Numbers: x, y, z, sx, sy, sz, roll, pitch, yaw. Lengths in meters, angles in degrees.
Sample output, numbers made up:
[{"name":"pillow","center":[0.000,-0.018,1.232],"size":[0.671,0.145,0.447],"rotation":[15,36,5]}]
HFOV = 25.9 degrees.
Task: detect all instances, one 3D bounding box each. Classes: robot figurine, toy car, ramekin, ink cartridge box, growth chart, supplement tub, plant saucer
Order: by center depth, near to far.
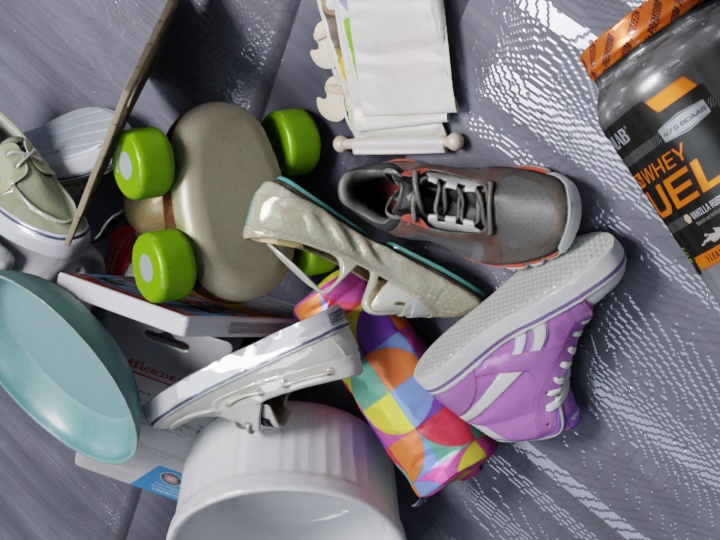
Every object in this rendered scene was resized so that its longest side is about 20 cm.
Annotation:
[{"name":"supplement tub","center":[0.230,-0.078,0.975],"size":[0.122,0.122,0.201],"rotation":[-38,84,44]},{"name":"growth chart","center":[0.018,-0.178,1.180],"size":[0.144,0.018,0.202],"rotation":[13,118,36]},{"name":"plant saucer","center":[-0.246,0.071,1.276],"size":[0.199,0.036,0.201],"rotation":[29,144,24]},{"name":"toy car","center":[-0.141,-0.043,1.286],"size":[0.200,0.163,0.159],"rotation":[-15,86,57]},{"name":"ramekin","center":[-0.060,0.197,1.312],"size":[0.199,0.098,0.201],"rotation":[0,139,0]},{"name":"ink cartridge box","center":[-0.171,0.098,1.352],"size":[0.115,0.068,0.201],"rotation":[19,129,0]},{"name":"robot figurine","center":[-0.308,-0.001,1.395],"size":[0.199,0.113,0.170],"rotation":[33,170,20]}]

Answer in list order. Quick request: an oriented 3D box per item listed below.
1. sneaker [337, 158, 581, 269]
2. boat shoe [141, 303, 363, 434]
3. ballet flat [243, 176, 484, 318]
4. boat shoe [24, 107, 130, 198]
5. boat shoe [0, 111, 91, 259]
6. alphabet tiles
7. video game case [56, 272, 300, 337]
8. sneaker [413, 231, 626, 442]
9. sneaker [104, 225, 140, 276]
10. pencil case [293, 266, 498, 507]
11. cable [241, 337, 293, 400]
[{"name":"sneaker","center":[0.065,-0.044,1.147],"size":[0.199,0.082,0.078],"rotation":[6,91,39]},{"name":"boat shoe","center":[-0.084,0.096,1.232],"size":[0.199,0.071,0.070],"rotation":[-26,88,23]},{"name":"ballet flat","center":[0.000,0.000,1.203],"size":[0.199,0.063,0.067],"rotation":[29,170,-5]},{"name":"boat shoe","center":[-0.270,-0.099,1.433],"size":[0.199,0.072,0.062],"rotation":[-7,136,42]},{"name":"boat shoe","center":[-0.304,-0.085,1.349],"size":[0.200,0.072,0.062],"rotation":[39,126,24]},{"name":"alphabet tiles","center":[-0.186,-0.138,1.263],"size":[0.008,0.201,0.168],"rotation":[23,131,-7]},{"name":"video game case","center":[-0.130,0.029,1.287],"size":[0.142,0.199,0.018],"rotation":[17,97,34]},{"name":"sneaker","center":[0.145,0.057,1.163],"size":[0.114,0.073,0.200],"rotation":[42,128,-11]},{"name":"sneaker","center":[-0.229,0.041,1.473],"size":[0.085,0.077,0.201],"rotation":[52,130,32]},{"name":"pencil case","center":[0.029,0.089,1.256],"size":[0.088,0.088,0.201],"rotation":[-37,85,44]},{"name":"cable","center":[-0.128,0.096,1.412],"size":[0.199,0.050,0.098],"rotation":[-13,109,42]}]
